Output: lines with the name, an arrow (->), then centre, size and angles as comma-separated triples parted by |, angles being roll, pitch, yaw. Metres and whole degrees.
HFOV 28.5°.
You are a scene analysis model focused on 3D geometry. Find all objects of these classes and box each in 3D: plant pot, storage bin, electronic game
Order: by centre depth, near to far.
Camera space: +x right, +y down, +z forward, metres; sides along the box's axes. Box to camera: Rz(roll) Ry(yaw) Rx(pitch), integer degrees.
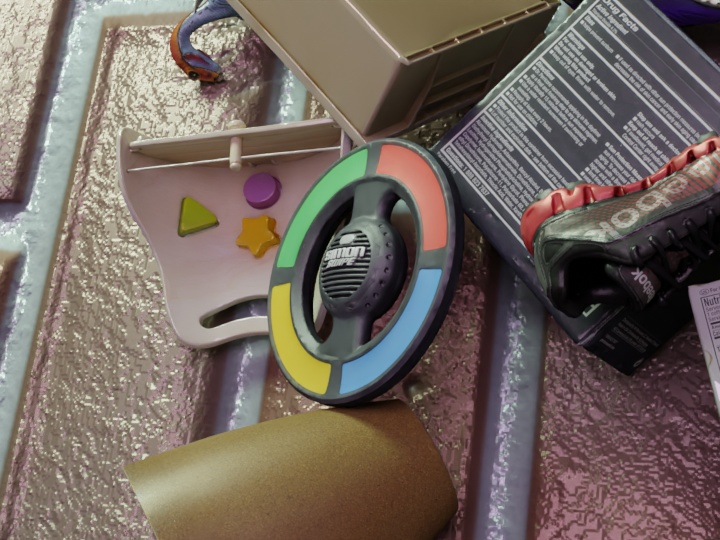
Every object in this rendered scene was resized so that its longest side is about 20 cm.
plant pot -> -0.039, 0.177, 1.009 | 0.200, 0.186, 0.186 | -27, 60, -13
electronic game -> 0.000, 0.000, 1.025 | 0.200, 0.042, 0.200 | -25, 55, 42
storage bin -> 0.023, -0.224, 1.134 | 0.198, 0.094, 0.200 | -27, 67, -38

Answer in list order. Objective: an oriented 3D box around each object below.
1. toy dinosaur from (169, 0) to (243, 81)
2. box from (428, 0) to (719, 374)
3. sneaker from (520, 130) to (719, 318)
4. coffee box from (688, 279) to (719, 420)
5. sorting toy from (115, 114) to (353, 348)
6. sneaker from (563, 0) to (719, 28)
toy dinosaur -> -0.087, -0.247, 1.279 | 0.181, 0.105, 0.200 | -23, 24, 20
box -> 0.191, -0.068, 1.032 | 0.198, 0.123, 0.200 | -44, 61, 11
sneaker -> 0.196, -0.024, 0.886 | 0.200, 0.071, 0.098 | -19, 43, 23
coffee box -> 0.333, 0.105, 0.888 | 0.200, 0.200, 0.198 | -16, 63, 13
sorting toy -> -0.090, -0.029, 1.153 | 0.200, 0.107, 0.180 | -5, 73, 15
sneaker -> 0.249, -0.222, 1.118 | 0.200, 0.100, 0.070 | 12, 77, 26
